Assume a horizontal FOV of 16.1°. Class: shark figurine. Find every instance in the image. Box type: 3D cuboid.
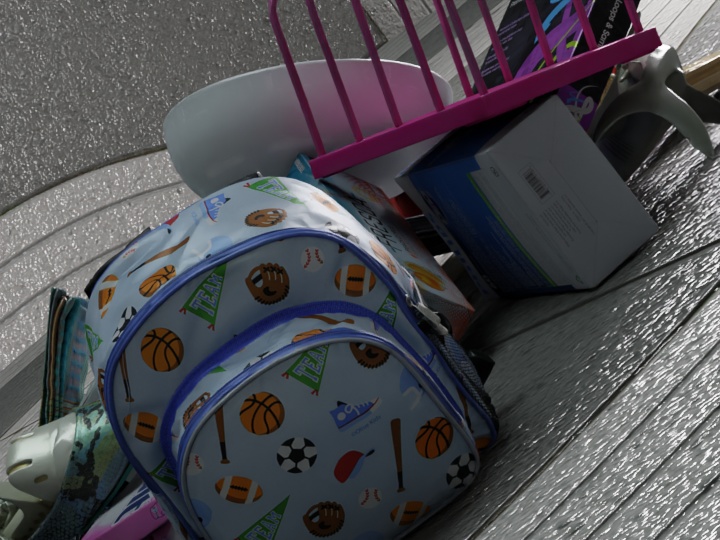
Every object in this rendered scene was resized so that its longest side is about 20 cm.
[{"bbox_3d":[0.195,-0.105,1.589,0.215,0.089,0.129,112,180,-81],"label":"shark figurine"}]

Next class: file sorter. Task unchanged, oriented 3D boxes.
[{"bbox_3d":[0.053,-0.152,1.541,0.138,0.126,0.200,-23,3,-32],"label":"file sorter"}]

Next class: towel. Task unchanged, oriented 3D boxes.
[{"bbox_3d":[-0.200,0.116,1.713,0.022,0.202,0.147,5,-4,1],"label":"towel"}]

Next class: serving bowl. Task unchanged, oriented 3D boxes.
[{"bbox_3d":[-0.031,-0.077,1.712,0.198,0.066,0.200,-7,-16,-2],"label":"serving bowl"}]

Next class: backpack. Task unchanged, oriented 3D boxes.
[{"bbox_3d":[-0.043,0.058,1.264,0.200,0.191,0.154,-37,23,-2],"label":"backpack"}]

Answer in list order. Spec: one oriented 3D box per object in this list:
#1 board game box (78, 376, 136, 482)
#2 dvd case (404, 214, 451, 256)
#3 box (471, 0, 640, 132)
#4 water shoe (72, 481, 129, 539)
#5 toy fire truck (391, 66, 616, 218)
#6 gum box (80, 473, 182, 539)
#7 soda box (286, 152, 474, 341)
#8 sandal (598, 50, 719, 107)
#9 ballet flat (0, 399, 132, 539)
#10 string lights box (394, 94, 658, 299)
[{"bbox_3d":[-0.127,0.044,1.683,0.148,0.064,0.200,-60,3,10],"label":"board game box"},{"bbox_3d":[0.042,-0.022,1.795,0.148,0.016,0.200,-11,-5,-25],"label":"dvd case"},{"bbox_3d":[0.130,-0.156,1.682,0.143,0.036,0.201,-23,38,60],"label":"box"},{"bbox_3d":[-0.171,0.167,1.623,0.071,0.079,0.200,-36,8,11],"label":"water shoe"},{"bbox_3d":[0.128,-0.098,1.907,0.200,0.049,0.141,-29,4,43],"label":"toy fire truck"},{"bbox_3d":[-0.081,0.126,1.498,0.113,0.066,0.200,-35,8,28],"label":"gum box"},{"bbox_3d":[0.000,0.000,1.571,0.064,0.068,0.200,-61,26,13],"label":"soda box"},{"bbox_3d":[0.157,-0.120,1.727,0.211,0.070,0.078,-27,5,-20],"label":"sandal"},{"bbox_3d":[-0.193,0.135,1.530,0.200,0.074,0.074,-54,-5,39],"label":"ballet flat"},{"bbox_3d":[0.096,-0.041,1.553,0.059,0.103,0.200,-40,8,-13],"label":"string lights box"}]
